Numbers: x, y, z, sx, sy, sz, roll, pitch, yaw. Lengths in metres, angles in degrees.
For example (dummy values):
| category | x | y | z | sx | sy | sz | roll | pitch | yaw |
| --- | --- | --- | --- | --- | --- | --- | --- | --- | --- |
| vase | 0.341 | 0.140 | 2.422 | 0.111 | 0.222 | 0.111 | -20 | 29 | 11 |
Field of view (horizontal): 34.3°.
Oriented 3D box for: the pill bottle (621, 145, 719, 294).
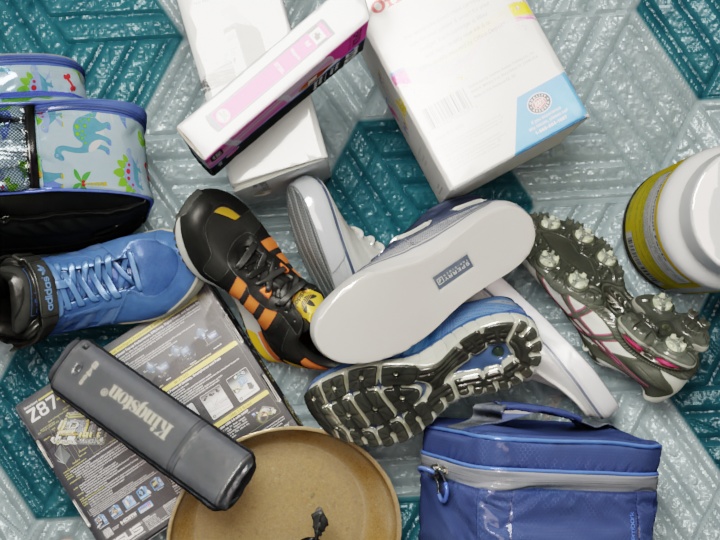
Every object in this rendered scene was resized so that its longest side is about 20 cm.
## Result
| category | x | y | z | sx | sy | sz | roll | pitch | yaw |
| --- | --- | --- | --- | --- | --- | --- | --- | --- | --- |
| pill bottle | 0.285 | -0.039 | 0.935 | 0.113 | 0.200 | 0.115 | 0 | 88 | 0 |

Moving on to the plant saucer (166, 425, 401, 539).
| category | x | y | z | sx | sy | sz | roll | pitch | yaw |
| --- | --- | --- | --- | --- | --- | --- | --- | --- | --- |
| plant saucer | -0.065 | 0.220 | 0.988 | 0.198 | 0.035 | 0.202 | -3 | 106 | -11 |

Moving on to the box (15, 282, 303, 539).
| category | x | y | z | sx | sy | sz | roll | pitch | yaw |
| --- | --- | --- | --- | --- | --- | --- | --- | --- | --- |
| box | -0.171 | 0.129 | 1.009 | 0.199 | 0.049 | 0.162 | -34 | 90 | -1 |

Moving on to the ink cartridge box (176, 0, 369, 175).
| category | x | y | z | sx | sy | sz | roll | pitch | yaw |
| --- | --- | --- | --- | --- | --- | --- | --- | --- | --- |
| ink cartridge box | -0.046 | -0.149 | 0.851 | 0.200 | 0.095 | 0.037 | -43 | 90 | -3 |

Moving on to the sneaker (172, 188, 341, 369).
| category | x | y | z | sx | sy | sz | roll | pitch | yaw |
| --- | --- | --- | --- | --- | --- | --- | --- | --- | --- |
| sneaker | -0.070 | 0.009 | 0.943 | 0.090 | 0.201 | 0.070 | 13 | 57 | 39 |

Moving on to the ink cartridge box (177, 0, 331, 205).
| category | x | y | z | sx | sy | sz | roll | pitch | yaw |
| --- | --- | --- | --- | --- | --- | --- | --- | --- | --- |
| ink cartridge box | -0.090 | -0.166 | 0.971 | 0.083 | 0.144 | 0.202 | -16 | 89 | -1 |

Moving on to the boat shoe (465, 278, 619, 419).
| category | x | y | z | sx | sy | sz | roll | pitch | yaw |
| --- | --- | --- | --- | --- | --- | --- | --- | --- | --- |
| boat shoe | 0.133 | 0.063 | 1.004 | 0.065 | 0.074 | 0.200 | -46 | 78 | 2 |

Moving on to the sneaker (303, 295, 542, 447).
| category | x | y | z | sx | sy | sz | roll | pitch | yaw |
| --- | --- | --- | --- | --- | --- | --- | --- | --- | --- |
| sneaker | 0.049 | 0.077 | 0.951 | 0.199 | 0.089 | 0.079 | -20 | 112 | 8 |

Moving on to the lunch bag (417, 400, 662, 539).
| category | x | y | z | sx | sy | sz | roll | pitch | yaw |
| --- | --- | --- | --- | --- | --- | --- | --- | --- | --- |
| lunch bag | 0.136 | 0.174 | 0.943 | 0.198 | 0.136 | 0.134 | 7 | 86 | -24 |

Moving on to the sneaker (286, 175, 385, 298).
| category | x | y | z | sx | sy | sz | roll | pitch | yaw |
| --- | --- | --- | --- | --- | --- | --- | --- | --- | --- |
| sneaker | 0.000 | 0.000 | 0.986 | 0.071 | 0.073 | 0.201 | -32 | 119 | -16 |

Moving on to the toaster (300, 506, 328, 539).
| category | x | y | z | sx | sy | sz | roll | pitch | yaw |
| --- | --- | --- | --- | --- | --- | --- | --- | --- | --- |
| toaster | -0.029 | 0.317 | 0.890 | 0.181 | 0.200 | 0.119 | 44 | 110 | 1 |

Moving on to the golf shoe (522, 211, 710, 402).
| category | x | y | z | sx | sy | sz | roll | pitch | yaw |
| --- | --- | --- | --- | --- | --- | --- | --- | --- | --- |
| golf shoe | 0.198 | 0.032 | 0.994 | 0.077 | 0.088 | 0.200 | -29 | 61 | -33 |

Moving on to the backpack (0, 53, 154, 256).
| category | x | y | z | sx | sy | sz | roll | pitch | yaw |
| --- | --- | --- | --- | --- | --- | --- | --- | --- | --- |
| backpack | -0.272 | -0.092 | 0.947 | 0.198 | 0.183 | 0.148 | -3 | 81 | -20 |

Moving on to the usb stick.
| category | x | y | z | sx | sy | sz | roll | pitch | yaw |
| --- | --- | --- | --- | --- | --- | --- | --- | --- | --- |
| usb stick | -0.170 | 0.123 | 0.943 | 0.199 | 0.033 | 0.056 | 31 | 84 | 21 |

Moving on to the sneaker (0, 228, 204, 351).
| category | x | y | z | sx | sy | sz | roll | pitch | yaw |
| --- | --- | --- | --- | --- | --- | --- | --- | --- | --- |
| sneaker | -0.228 | 0.016 | 0.950 | 0.198 | 0.111 | 0.077 | -11 | 90 | 23 |

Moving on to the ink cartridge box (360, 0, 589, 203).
| category | x | y | z | sx | sy | sz | roll | pitch | yaw |
| --- | --- | --- | --- | --- | --- | --- | --- | --- | --- |
| ink cartridge box | 0.080 | -0.177 | 0.979 | 0.128 | 0.125 | 0.201 | -27 | 87 | -1 |

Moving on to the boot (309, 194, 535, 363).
| category | x | y | z | sx | sy | sz | roll | pitch | yaw |
| --- | --- | --- | --- | --- | --- | --- | --- | --- | --- |
| boot | 0.040 | 0.004 | 0.934 | 0.199 | 0.090 | 0.073 | -28 | 109 | -14 |
